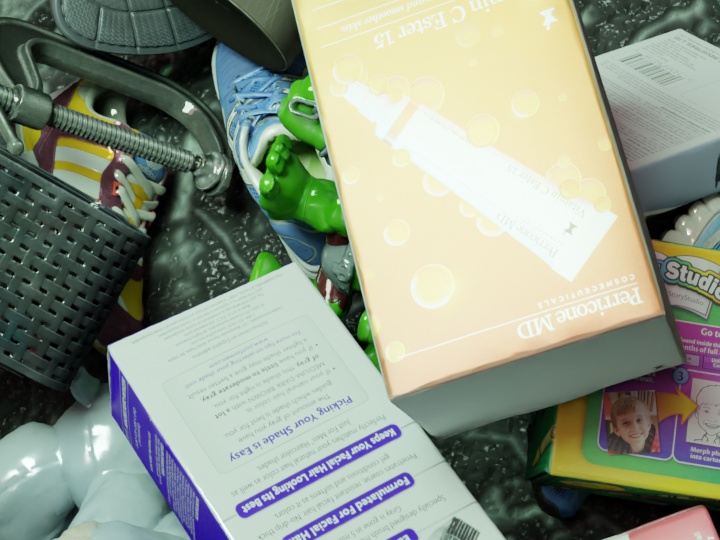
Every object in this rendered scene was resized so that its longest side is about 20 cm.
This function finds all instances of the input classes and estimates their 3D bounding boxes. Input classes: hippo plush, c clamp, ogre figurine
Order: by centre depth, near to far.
[{"bbox_3d":[-0.135,0.126,0.852,0.199,0.160,0.162,-28,58,2],"label":"hippo plush"},{"bbox_3d":[0.000,0.000,0.882,0.119,0.098,0.202,15,104,6],"label":"ogre figurine"},{"bbox_3d":[-0.147,-0.088,0.962,0.027,0.199,0.171,-57,44,20],"label":"c clamp"}]

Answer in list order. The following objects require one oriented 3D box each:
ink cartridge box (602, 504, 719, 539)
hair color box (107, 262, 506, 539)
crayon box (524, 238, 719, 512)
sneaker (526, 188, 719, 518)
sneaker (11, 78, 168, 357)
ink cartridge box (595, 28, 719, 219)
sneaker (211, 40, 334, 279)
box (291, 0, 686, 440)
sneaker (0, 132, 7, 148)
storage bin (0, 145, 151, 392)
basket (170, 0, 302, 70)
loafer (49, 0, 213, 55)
[{"bbox_3d":[0.096,0.220,0.770,0.198,0.085,0.147,-20,58,4],"label":"ink cartridge box"},{"bbox_3d":[-0.025,0.101,0.765,0.109,0.065,0.200,-24,56,-23],"label":"hair color box"},{"bbox_3d":[0.187,0.057,0.794,0.198,0.058,0.120,9,78,-1],"label":"crayon box"},{"bbox_3d":[0.162,0.050,0.848,0.090,0.079,0.200,36,79,25],"label":"sneaker"},{"bbox_3d":[-0.154,-0.039,0.999,0.090,0.075,0.201,-29,58,7],"label":"sneaker"},{"bbox_3d":[0.134,-0.071,0.881,0.198,0.042,0.119,-18,34,-26],"label":"ink cartridge box"},{"bbox_3d":[-0.043,-0.085,0.987,0.075,0.077,0.201,-30,55,2],"label":"sneaker"},{"bbox_3d":[0.057,-0.043,0.744,0.123,0.097,0.202,-18,71,11],"label":"box"},{"bbox_3d":[-0.251,-0.114,1.011,0.200,0.073,0.083,-152,74,-65],"label":"sneaker"},{"bbox_3d":[-0.222,-0.031,0.853,0.094,0.199,0.135,-61,19,0],"label":"storage bin"},{"bbox_3d":[-0.030,-0.230,0.964,0.135,0.180,0.201,35,83,4],"label":"basket"},{"bbox_3d":[-0.106,-0.183,1.042,0.198,0.073,0.063,-20,16,-23],"label":"loafer"}]
